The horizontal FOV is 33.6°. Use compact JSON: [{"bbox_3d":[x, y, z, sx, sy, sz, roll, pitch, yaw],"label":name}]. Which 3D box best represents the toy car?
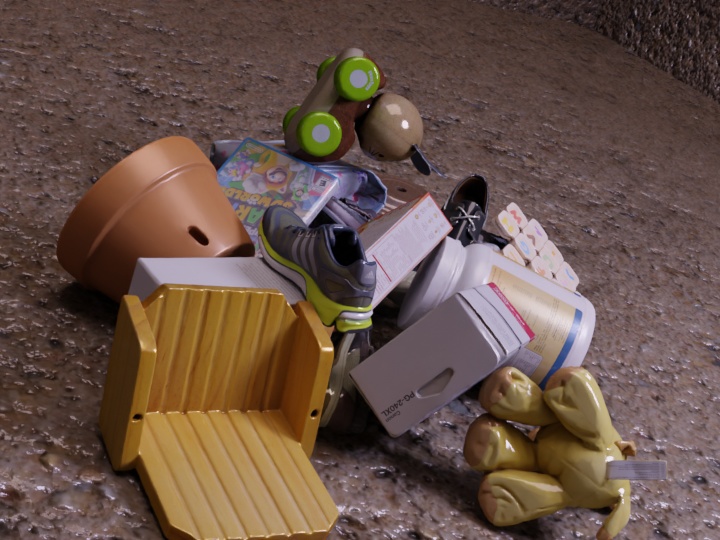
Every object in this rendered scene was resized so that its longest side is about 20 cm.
[{"bbox_3d":[0.018,-0.173,1.536,0.200,0.158,0.164,34,2,-15],"label":"toy car"}]

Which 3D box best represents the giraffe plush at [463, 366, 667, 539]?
[{"bbox_3d":[0.218,0.185,1.229,0.200,0.173,0.162,15,0,17],"label":"giraffe plush"}]

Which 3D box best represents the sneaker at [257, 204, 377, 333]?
[{"bbox_3d":[-0.038,-0.020,1.225,0.074,0.081,0.200,0,31,-39],"label":"sneaker"}]

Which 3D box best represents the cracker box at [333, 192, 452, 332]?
[{"bbox_3d":[0.000,0.000,1.376,0.200,0.134,0.058,-43,102,-38],"label":"cracker box"}]

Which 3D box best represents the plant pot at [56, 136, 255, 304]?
[{"bbox_3d":[-0.210,-0.028,1.309,0.140,0.200,0.200,44,29,13],"label":"plant pot"}]

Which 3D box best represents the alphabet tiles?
[{"bbox_3d":[0.261,-0.006,1.699,0.200,0.015,0.196,54,27,0],"label":"alphabet tiles"}]

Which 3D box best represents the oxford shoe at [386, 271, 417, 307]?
[{"bbox_3d":[0.075,0.034,1.535,0.200,0.058,0.075,9,17,-32],"label":"oxford shoe"}]

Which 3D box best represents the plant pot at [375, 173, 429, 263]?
[{"bbox_3d":[0.045,-0.076,1.716,0.200,0.093,0.201,17,24,-8],"label":"plant pot"}]

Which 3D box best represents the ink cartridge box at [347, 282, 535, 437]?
[{"bbox_3d":[0.089,0.088,1.237,0.083,0.145,0.200,54,14,8],"label":"ink cartridge box"}]

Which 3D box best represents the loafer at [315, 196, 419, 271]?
[{"bbox_3d":[0.007,-0.051,1.557,0.200,0.063,0.072,43,-14,-34],"label":"loafer"}]

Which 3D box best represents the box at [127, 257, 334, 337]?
[{"bbox_3d":[-0.137,0.062,1.227,0.200,0.125,0.097,-1,31,-39],"label":"box"}]

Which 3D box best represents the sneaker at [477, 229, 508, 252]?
[{"bbox_3d":[0.210,-0.005,1.706,0.114,0.076,0.200,9,25,-23],"label":"sneaker"}]

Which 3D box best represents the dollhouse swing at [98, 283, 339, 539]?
[{"bbox_3d":[-0.107,0.128,1.076,0.200,0.182,0.176,4,17,-33],"label":"dollhouse swing"}]

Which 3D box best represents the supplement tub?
[{"bbox_3d":[0.159,0.057,1.410,0.200,0.145,0.145,27,23,-6],"label":"supplement tub"}]

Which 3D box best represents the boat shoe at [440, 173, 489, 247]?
[{"bbox_3d":[0.135,-0.066,1.643,0.072,0.068,0.200,28,37,0],"label":"boat shoe"}]

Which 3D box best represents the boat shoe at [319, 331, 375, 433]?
[{"bbox_3d":[-0.009,0.117,1.286,0.066,0.072,0.201,29,23,-4],"label":"boat shoe"}]

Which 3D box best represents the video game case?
[{"bbox_3d":[-0.137,-0.066,1.443,0.143,0.018,0.200,26,61,21],"label":"video game case"}]

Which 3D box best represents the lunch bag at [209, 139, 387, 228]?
[{"bbox_3d":[-0.084,-0.107,1.622,0.200,0.127,0.169,-8,23,-36],"label":"lunch bag"}]
